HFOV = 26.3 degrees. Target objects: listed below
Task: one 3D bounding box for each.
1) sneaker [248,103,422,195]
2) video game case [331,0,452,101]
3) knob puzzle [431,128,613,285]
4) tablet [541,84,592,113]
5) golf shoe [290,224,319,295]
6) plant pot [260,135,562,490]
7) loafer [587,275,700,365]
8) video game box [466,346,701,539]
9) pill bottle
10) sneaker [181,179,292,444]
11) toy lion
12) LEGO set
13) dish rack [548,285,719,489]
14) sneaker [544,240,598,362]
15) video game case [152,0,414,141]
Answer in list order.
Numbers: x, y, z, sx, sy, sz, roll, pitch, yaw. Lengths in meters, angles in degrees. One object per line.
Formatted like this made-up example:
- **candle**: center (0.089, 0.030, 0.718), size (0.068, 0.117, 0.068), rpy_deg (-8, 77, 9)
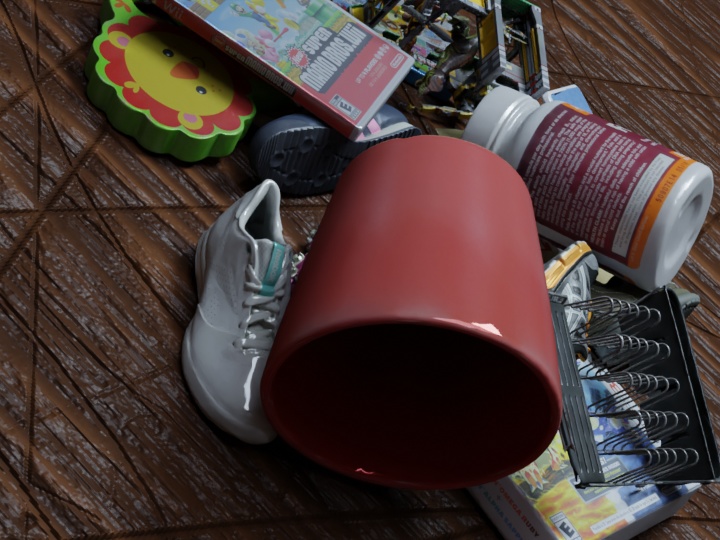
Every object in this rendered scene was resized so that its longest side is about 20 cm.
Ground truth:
- **sneaker**: center (-0.037, -0.114, 1.296), size (0.082, 0.071, 0.199), rpy_deg (44, 28, 26)
- **video game case**: center (0.033, -0.261, 1.565), size (0.142, 0.018, 0.201), rpy_deg (26, 35, -16)
- **knob puzzle**: center (0.171, -0.053, 1.431), size (0.218, 0.031, 0.221), rpy_deg (23, 36, -18)
- **tablet**: center (0.231, -0.081, 1.444), size (0.202, 0.014, 0.130), rpy_deg (63, 23, 1)
- **golf shoe**: center (0.000, 0.000, 1.198), size (0.092, 0.075, 0.200), rpy_deg (56, 31, -11)
- **plant pot**: center (0.042, 0.021, 1.035), size (0.199, 0.200, 0.179), rpy_deg (24, 50, -18)
- **loafer**: center (0.234, 0.032, 1.329), size (0.070, 0.076, 0.199), rpy_deg (43, 17, 20)
- **video game box**: center (0.147, 0.130, 1.184), size (0.199, 0.047, 0.183), rpy_deg (-13, 56, -49)
- **pill bottle**: center (0.186, -0.074, 1.305), size (0.199, 0.115, 0.114), rpy_deg (28, 30, 23)
- **sneaker**: center (-0.076, 0.021, 1.073), size (0.075, 0.089, 0.202), rpy_deg (17, 44, -28)
- **toy lion**: center (-0.150, -0.176, 1.274), size (0.190, 0.069, 0.201), rpy_deg (-16, 59, -41)
- **LEGO set**: center (0.078, -0.188, 1.403), size (0.199, 0.153, 0.117), rpy_deg (26, 47, -35)
- **dish rack**: center (0.192, 0.085, 1.119), size (0.199, 0.054, 0.155), rpy_deg (11, 62, -57)
- **sneaker**: center (0.145, 0.044, 1.191), size (0.077, 0.078, 0.200), rpy_deg (48, 37, -1)
- **video game case**: center (-0.060, -0.199, 1.285), size (0.199, 0.018, 0.143), rpy_deg (34, 37, 0)
